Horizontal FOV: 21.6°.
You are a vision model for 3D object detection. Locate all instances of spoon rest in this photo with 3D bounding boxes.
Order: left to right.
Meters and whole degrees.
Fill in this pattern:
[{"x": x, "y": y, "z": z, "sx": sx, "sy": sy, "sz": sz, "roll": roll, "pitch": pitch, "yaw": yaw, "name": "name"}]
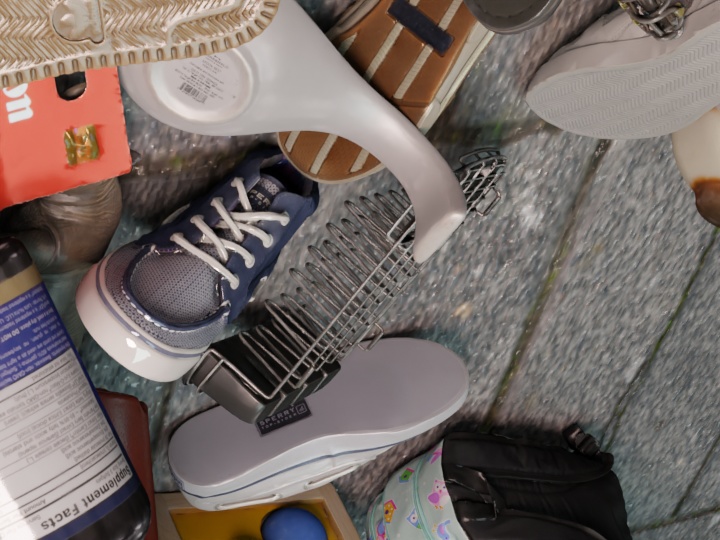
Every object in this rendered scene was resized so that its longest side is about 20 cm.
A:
[{"x": -0.035, "y": -0.083, "z": 0.932, "sx": 0.200, "sy": 0.061, "sz": 0.099, "roll": 34, "pitch": 124, "yaw": -14, "name": "spoon rest"}]

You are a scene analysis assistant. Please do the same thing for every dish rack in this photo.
[{"x": 0.000, "y": 0.000, "z": 1.070, "sx": 0.200, "sy": 0.055, "sz": 0.153, "roll": -49, "pitch": 172, "yaw": 16, "name": "dish rack"}]

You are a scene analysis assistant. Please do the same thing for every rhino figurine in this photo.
[{"x": -0.166, "y": -0.017, "z": 0.967, "sx": 0.087, "sy": 0.060, "sz": 0.200, "roll": -1, "pitch": 130, "yaw": -34, "name": "rhino figurine"}]

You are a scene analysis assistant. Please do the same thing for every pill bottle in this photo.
[{"x": -0.167, "y": 0.095, "z": 0.885, "sx": 0.112, "sy": 0.201, "sz": 0.112, "roll": -24, "pitch": -173, "yaw": 3, "name": "pill bottle"}]

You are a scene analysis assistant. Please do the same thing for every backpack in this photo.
[{"x": 0.105, "y": 0.194, "z": 1.353, "sx": 0.200, "sy": 0.167, "sz": 0.127, "roll": 18, "pitch": 129, "yaw": -40, "name": "backpack"}]

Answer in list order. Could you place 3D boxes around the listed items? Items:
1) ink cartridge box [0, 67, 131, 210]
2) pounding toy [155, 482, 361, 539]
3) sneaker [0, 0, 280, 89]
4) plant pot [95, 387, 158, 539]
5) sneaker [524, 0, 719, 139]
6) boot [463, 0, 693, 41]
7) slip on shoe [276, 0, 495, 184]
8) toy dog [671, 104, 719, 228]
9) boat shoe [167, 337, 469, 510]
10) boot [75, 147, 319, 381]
[{"x": -0.201, "y": -0.076, "z": 0.842, "sx": 0.199, "sy": 0.057, "sz": 0.163, "roll": -14, "pitch": 126, "yaw": -14, "name": "ink cartridge box"}, {"x": -0.074, "y": 0.233, "z": 1.237, "sx": 0.199, "sy": 0.184, "sz": 0.142, "roll": 1, "pitch": 135, "yaw": -37, "name": "pounding toy"}, {"x": -0.140, "y": -0.132, "z": 0.809, "sx": 0.199, "sy": 0.109, "sz": 0.070, "roll": -4, "pitch": 123, "yaw": -10, "name": "sneaker"}, {"x": -0.189, "y": 0.166, "z": 1.021, "sx": 0.200, "sy": 0.196, "sz": 0.201, "roll": -1, "pitch": 170, "yaw": 0, "name": "plant pot"}, {"x": 0.177, "y": -0.147, "z": 1.040, "sx": 0.074, "sy": 0.116, "sz": 0.200, "roll": 31, "pitch": 153, "yaw": -28, "name": "sneaker"}, {"x": 0.121, "y": -0.163, "z": 0.905, "sx": 0.069, "sy": 0.201, "sz": 0.174, "roll": 1, "pitch": 154, "yaw": 31, "name": "boot"}, {"x": 0.029, "y": -0.124, "z": 0.976, "sx": 0.200, "sy": 0.076, "sz": 0.061, "roll": -55, "pitch": 171, "yaw": 34, "name": "slip on shoe"}, {"x": 0.278, "y": -0.089, "z": 1.160, "sx": 0.199, "sy": 0.140, "sz": 0.194, "roll": 0, "pitch": 172, "yaw": -38, "name": "toy dog"}, {"x": -0.026, "y": 0.101, "z": 1.219, "sx": 0.199, "sy": 0.074, "sz": 0.065, "roll": -15, "pitch": 149, "yaw": -4, "name": "boat shoe"}, {"x": -0.078, "y": -0.013, "z": 0.969, "sx": 0.090, "sy": 0.073, "sz": 0.200, "roll": -48, "pitch": -176, "yaw": 16, "name": "boot"}]
